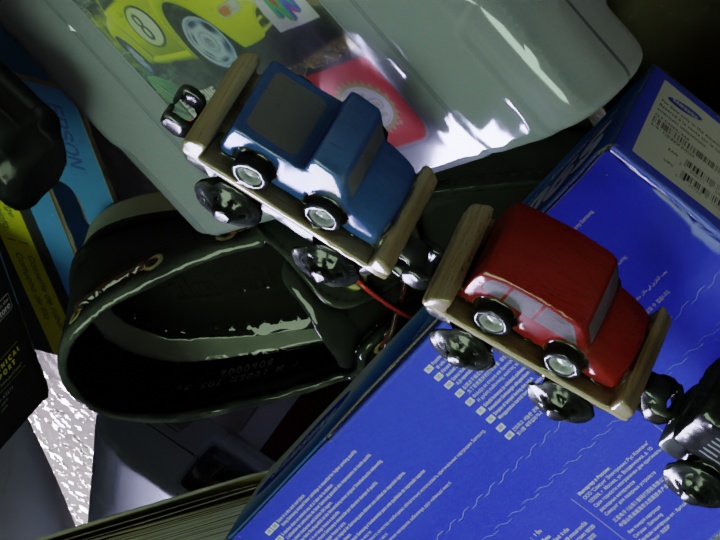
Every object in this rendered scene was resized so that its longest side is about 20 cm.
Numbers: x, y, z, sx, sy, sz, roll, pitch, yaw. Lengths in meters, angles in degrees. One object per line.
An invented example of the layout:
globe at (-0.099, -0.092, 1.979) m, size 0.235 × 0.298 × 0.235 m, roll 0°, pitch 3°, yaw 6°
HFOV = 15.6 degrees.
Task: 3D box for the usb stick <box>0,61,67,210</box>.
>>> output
usb stick at (-0.160, -0.093, 0.735) m, size 0.200 × 0.033 × 0.055 m, roll 43°, pitch 168°, yaw 6°

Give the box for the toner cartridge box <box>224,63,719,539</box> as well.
toner cartridge box at (0.052, 0.043, 0.714) m, size 0.095 × 0.043 × 0.200 m, roll 39°, pitch 131°, yaw -4°

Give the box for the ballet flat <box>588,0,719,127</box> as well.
ballet flat at (0.081, -0.064, 0.674) m, size 0.067 × 0.047 × 0.200 m, roll -4°, pitch 144°, yaw 13°

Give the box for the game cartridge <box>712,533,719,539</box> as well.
game cartridge at (0.112, 0.095, 0.843) m, size 0.199 × 0.041 × 0.134 m, roll 11°, pitch 116°, yaw 34°

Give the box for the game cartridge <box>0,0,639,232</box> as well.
game cartridge at (-0.032, -0.077, 0.669) m, size 0.133 × 0.041 × 0.200 m, roll 50°, pitch 151°, yaw -15°

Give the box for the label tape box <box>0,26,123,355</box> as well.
label tape box at (-0.142, -0.046, 0.912) m, size 0.199 × 0.063 × 0.145 m, roll 14°, pitch 141°, yaw 29°

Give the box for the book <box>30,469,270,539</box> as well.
book at (-0.115, 0.137, 0.825) m, size 0.134 × 0.199 × 0.048 m, roll 102°, pitch 150°, yaw -58°

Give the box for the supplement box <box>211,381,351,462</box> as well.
supplement box at (0.017, 0.119, 0.972) m, size 0.200 × 0.061 × 0.109 m, roll 42°, pitch 147°, yaw -10°

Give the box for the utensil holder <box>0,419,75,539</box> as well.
utensil holder at (-0.185, 0.095, 0.929) m, size 0.169 × 0.170 × 0.200 m, roll 24°, pitch 158°, yaw 18°

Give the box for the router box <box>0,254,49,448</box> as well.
router box at (-0.195, -0.027, 0.743) m, size 0.199 × 0.051 × 0.150 m, roll 16°, pitch 138°, yaw 29°

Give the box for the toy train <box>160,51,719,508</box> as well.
toy train at (0.042, 0.009, 0.630) m, size 0.199 × 0.034 × 0.046 m, roll 31°, pitch 152°, yaw -4°

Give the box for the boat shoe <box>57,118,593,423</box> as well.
boat shoe at (0.001, 0.002, 0.796) m, size 0.200 × 0.063 × 0.074 m, roll -12°, pitch 129°, yaw 20°

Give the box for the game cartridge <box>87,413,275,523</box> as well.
game cartridge at (-0.012, 0.131, 0.918) m, size 0.199 × 0.042 × 0.133 m, roll 32°, pitch 144°, yaw 14°
